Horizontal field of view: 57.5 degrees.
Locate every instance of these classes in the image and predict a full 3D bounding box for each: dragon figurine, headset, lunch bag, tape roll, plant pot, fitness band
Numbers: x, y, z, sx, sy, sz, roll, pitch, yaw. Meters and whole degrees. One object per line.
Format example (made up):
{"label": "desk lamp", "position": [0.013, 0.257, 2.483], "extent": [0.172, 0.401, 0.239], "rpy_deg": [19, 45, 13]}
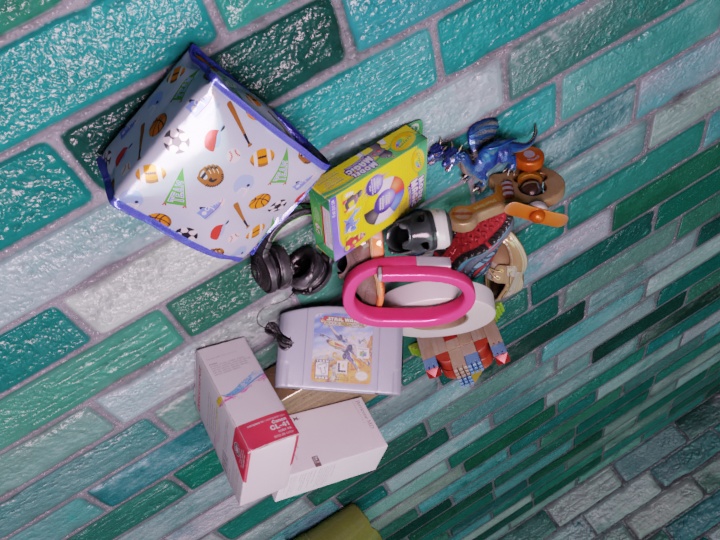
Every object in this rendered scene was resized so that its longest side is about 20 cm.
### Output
{"label": "dragon figurine", "position": [0.191, -0.180, 0.960], "extent": [0.200, 0.059, 0.100], "rpy_deg": [-28, 143, -7]}
{"label": "headset", "position": [-0.092, 0.008, 0.915], "extent": [0.123, 0.094, 0.200], "rpy_deg": [5, 116, -41]}
{"label": "lunch bag", "position": [-0.151, -0.112, 0.718], "extent": [0.170, 0.124, 0.200], "rpy_deg": [-46, 134, 12]}
{"label": "tape roll", "position": [0.129, 0.069, 1.123], "extent": [0.202, 0.037, 0.203], "rpy_deg": [-3, 156, -1]}
{"label": "plant pot", "position": [-0.051, 0.691, 1.634], "extent": [0.190, 0.200, 0.200], "rpy_deg": [-37, 145, -17]}
{"label": "fitness band", "position": [0.072, 0.037, 0.981], "extent": [0.199, 0.038, 0.144], "rpy_deg": [1, 141, -5]}

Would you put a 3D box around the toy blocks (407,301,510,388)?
{"label": "toy blocks", "position": [0.192, 0.152, 1.221], "extent": [0.200, 0.137, 0.100], "rpy_deg": [-21, 128, 9]}

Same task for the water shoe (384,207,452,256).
{"label": "water shoe", "position": [0.070, -0.056, 0.946], "extent": [0.079, 0.072, 0.200], "rpy_deg": [-8, 178, -9]}

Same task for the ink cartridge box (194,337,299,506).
{"label": "ink cartridge box", "position": [-0.179, 0.225, 0.995], "extent": [0.085, 0.200, 0.148], "rpy_deg": [-13, 138, -28]}

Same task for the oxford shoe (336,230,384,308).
{"label": "oxford shoe", "position": [0.000, 0.000, 1.018], "extent": [0.073, 0.071, 0.200], "rpy_deg": [-4, 138, -1]}

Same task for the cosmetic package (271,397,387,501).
{"label": "cosmetic package", "position": [-0.069, 0.300, 1.115], "extent": [0.200, 0.113, 0.081], "rpy_deg": [-11, 138, -30]}

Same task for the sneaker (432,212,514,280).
{"label": "sneaker", "position": [0.190, -0.034, 1.117], "extent": [0.095, 0.079, 0.200], "rpy_deg": [6, 137, -48]}

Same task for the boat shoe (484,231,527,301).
{"label": "boat shoe", "position": [0.255, -0.005, 1.188], "extent": [0.066, 0.074, 0.200], "rpy_deg": [-35, 144, -9]}

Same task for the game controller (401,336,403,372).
{"label": "game controller", "position": [-0.028, 0.131, 1.062], "extent": [0.199, 0.042, 0.105], "rpy_deg": [3, 90, -12]}

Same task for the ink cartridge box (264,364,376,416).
{"label": "ink cartridge box", "position": [-0.055, 0.194, 1.163], "extent": [0.200, 0.075, 0.165], "rpy_deg": [-29, 144, -10]}

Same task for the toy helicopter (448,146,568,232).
{"label": "toy helicopter", "position": [0.228, -0.102, 1.013], "extent": [0.200, 0.132, 0.079], "rpy_deg": [-24, 140, -13]}

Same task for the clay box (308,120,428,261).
{"label": "clay box", "position": [0.024, -0.111, 0.885], "extent": [0.200, 0.048, 0.115], "rpy_deg": [-34, 146, -23]}

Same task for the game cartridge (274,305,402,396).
{"label": "game cartridge", "position": [-0.031, 0.124, 1.030], "extent": [0.199, 0.134, 0.042], "rpy_deg": [6, 169, -12]}
